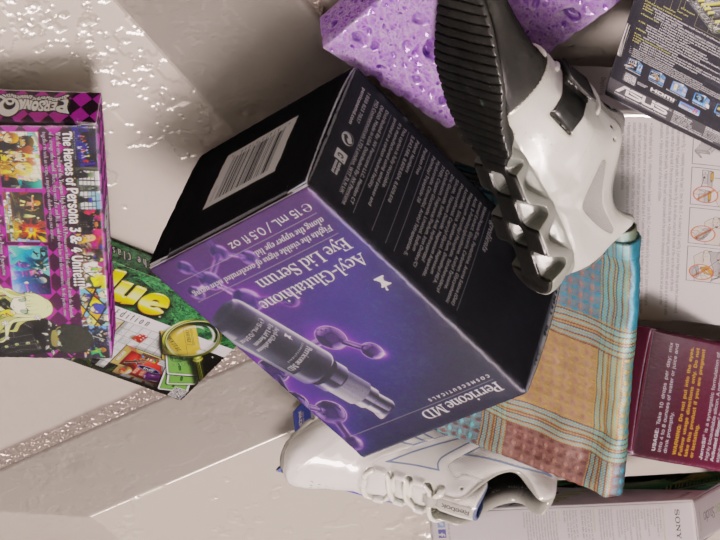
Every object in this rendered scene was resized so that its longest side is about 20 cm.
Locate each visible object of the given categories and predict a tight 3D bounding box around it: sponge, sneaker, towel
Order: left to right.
[{"bbox_3d":[0.044,0.132,1.462,0.199,0.087,0.075,-4,141,-6],"label":"sneaker"},{"bbox_3d":[0.085,-0.168,1.220,0.200,0.030,0.111,-35,133,29],"label":"sponge"},{"bbox_3d":[0.110,0.041,1.360,0.146,0.022,0.201,19,125,30],"label":"towel"},{"bbox_3d":[0.105,-0.093,1.231,0.088,0.074,0.201,-30,120,-17],"label":"sneaker"}]

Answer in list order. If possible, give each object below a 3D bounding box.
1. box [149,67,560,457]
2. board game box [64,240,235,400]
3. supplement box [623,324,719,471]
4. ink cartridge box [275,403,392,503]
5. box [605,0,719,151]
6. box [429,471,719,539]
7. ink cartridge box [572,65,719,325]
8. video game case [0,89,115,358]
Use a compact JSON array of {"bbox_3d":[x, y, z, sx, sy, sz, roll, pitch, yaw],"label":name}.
[{"bbox_3d":[0.000,0.000,1.286,0.200,0.105,0.148,42,135,-22],"label":"box"},{"bbox_3d":[-0.174,0.023,1.408,0.199,0.024,0.105,22,129,-31],"label":"board game box"},{"bbox_3d":[0.237,0.092,1.459,0.199,0.086,0.110,12,178,-30],"label":"supplement box"},{"bbox_3d":[0.035,0.089,1.506,0.119,0.042,0.200,16,131,-27],"label":"ink cartridge box"},{"bbox_3d":[0.244,-0.117,1.170,0.199,0.049,0.162,28,148,13],"label":"box"},{"bbox_3d":[0.168,0.174,1.532,0.199,0.037,0.144,-4,-179,25],"label":"box"},{"bbox_3d":[0.198,-0.042,1.344,0.175,0.045,0.201,4,141,9],"label":"ink cartridge box"},{"bbox_3d":[-0.244,-0.026,1.301,0.180,0.036,0.201,2,134,-1],"label":"video game case"}]
